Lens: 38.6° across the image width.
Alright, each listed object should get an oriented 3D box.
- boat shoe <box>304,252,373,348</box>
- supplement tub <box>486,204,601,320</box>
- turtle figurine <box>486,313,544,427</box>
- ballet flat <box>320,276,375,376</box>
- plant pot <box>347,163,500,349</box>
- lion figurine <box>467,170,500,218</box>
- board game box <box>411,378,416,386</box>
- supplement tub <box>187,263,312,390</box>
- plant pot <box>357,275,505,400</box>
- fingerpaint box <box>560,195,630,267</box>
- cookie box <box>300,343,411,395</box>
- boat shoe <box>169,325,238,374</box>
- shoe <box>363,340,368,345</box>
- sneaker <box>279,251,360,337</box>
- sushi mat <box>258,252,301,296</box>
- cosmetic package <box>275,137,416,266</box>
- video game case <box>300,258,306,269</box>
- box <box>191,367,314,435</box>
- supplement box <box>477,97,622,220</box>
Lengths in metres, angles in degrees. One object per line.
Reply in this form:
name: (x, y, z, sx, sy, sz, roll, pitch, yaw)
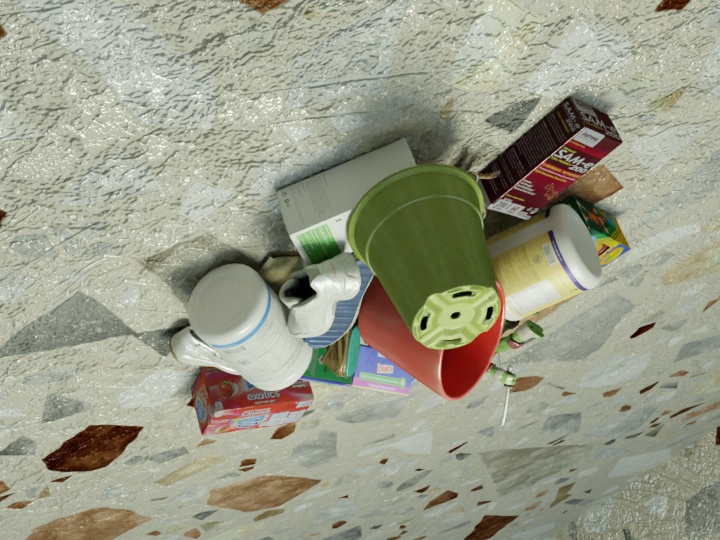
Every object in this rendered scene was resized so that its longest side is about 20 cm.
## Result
boat shoe: (-0.038, 0.034, 1.590, 0.072, 0.073, 0.201, 7, 129, -35)
supplement tub: (0.275, -0.005, 1.677, 0.199, 0.147, 0.145, -26, 153, 27)
turtle figurine: (0.293, 0.161, 2.052, 0.194, 0.200, 0.144, -43, 180, 29)
ballet flat: (-0.023, 0.070, 1.655, 0.068, 0.072, 0.202, -14, 121, -65)
plant pot: (0.099, -0.004, 1.371, 0.198, 0.191, 0.201, -10, 138, -9)
lion figurine: (0.132, -0.079, 1.558, 0.072, 0.123, 0.200, 40, 95, -14)
board game box: (0.134, 0.133, 1.889, 0.199, 0.062, 0.200, -36, 165, -37)
supplement tub: (-0.169, 0.090, 1.596, 0.131, 0.133, 0.200, -25, 145, 8)
plant pot: (0.105, 0.081, 1.615, 0.200, 0.176, 0.202, -34, 135, -43)
fingerpaint box: (0.350, -0.029, 1.818, 0.199, 0.074, 0.166, -36, 148, 27)
cookie box: (-0.034, 0.165, 1.802, 0.199, 0.076, 0.170, 3, 170, 39)
boat shoe: (-0.217, 0.126, 1.714, 0.199, 0.071, 0.069, 8, 143, -40)
shoe: (0.040, 0.087, 1.812, 0.090, 0.072, 0.200, -24, 164, 1)
sneaker: (-0.080, 0.037, 1.490, 0.098, 0.079, 0.200, -5, 151, -29)
sushi mat: (-0.144, 0.032, 1.660, 0.095, 0.012, 0.200, 1, 146, -33)
cosmetic package: (-0.006, -0.094, 1.453, 0.198, 0.085, 0.108, -22, 149, 5)
video game case: (0.000, 0.000, 1.677, 0.198, 0.023, 0.183, -19, 153, -11)
box: (-0.198, 0.228, 1.881, 0.198, 0.096, 0.100, -4, 148, -28)
supplement box: (0.282, -0.164, 1.548, 0.108, 0.061, 0.200, 10, 139, -44)
